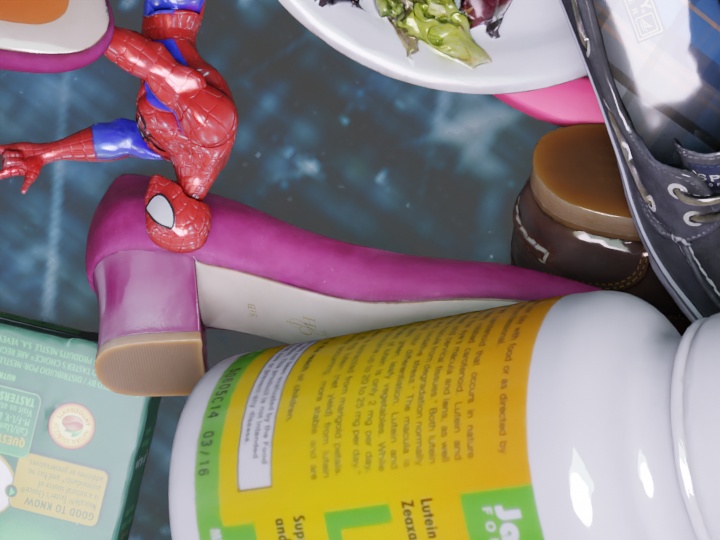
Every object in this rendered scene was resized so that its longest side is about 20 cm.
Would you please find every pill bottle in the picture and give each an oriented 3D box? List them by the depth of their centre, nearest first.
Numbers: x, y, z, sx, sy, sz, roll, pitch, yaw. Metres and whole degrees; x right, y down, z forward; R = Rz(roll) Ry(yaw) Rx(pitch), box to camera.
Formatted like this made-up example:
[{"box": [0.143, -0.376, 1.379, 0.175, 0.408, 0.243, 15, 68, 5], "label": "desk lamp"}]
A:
[{"box": [0.049, 0.067, 0.765, 0.199, 0.111, 0.111, -11, 93, 28], "label": "pill bottle"}]

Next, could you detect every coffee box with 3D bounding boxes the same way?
[{"box": [-0.153, 0.114, 0.891, 0.123, 0.044, 0.201, 13, 93, 0], "label": "coffee box"}]

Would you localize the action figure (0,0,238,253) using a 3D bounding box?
[{"box": [-0.092, -0.102, 0.848, 0.099, 0.065, 0.201, -5, 79, -8], "label": "action figure"}]

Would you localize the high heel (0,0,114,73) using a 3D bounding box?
[{"box": [-0.162, -0.099, 0.833, 0.200, 0.096, 0.067, 29, 66, 22], "label": "high heel"}]

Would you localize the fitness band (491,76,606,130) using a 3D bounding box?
[{"box": [0.077, -0.150, 0.883, 0.143, 0.037, 0.200, -27, 92, 4], "label": "fitness band"}]

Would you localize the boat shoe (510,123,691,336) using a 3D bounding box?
[{"box": [0.154, -0.004, 0.878, 0.199, 0.071, 0.070, 11, 133, 3], "label": "boat shoe"}]

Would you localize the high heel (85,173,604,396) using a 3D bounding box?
[{"box": [0.000, 0.000, 0.872, 0.199, 0.067, 0.096, -4, 48, 2], "label": "high heel"}]

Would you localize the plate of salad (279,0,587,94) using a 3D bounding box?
[{"box": [0.046, -0.162, 0.831, 0.199, 0.048, 0.201, 0, 94, -7], "label": "plate of salad"}]

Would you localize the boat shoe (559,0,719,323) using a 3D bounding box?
[{"box": [0.116, -0.049, 0.794, 0.070, 0.066, 0.201, -21, 99, 7], "label": "boat shoe"}]
